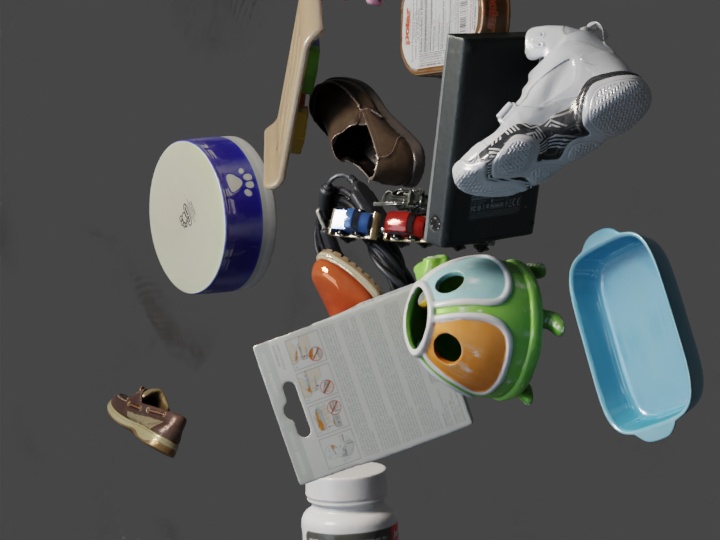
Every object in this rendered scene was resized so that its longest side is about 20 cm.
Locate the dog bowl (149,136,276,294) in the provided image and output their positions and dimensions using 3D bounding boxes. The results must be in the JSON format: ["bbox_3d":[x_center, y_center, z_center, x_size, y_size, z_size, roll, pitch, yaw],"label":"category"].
[{"bbox_3d":[-0.193,-0.071,2.035,0.199,0.078,0.203,11,103,53],"label":"dog bowl"}]

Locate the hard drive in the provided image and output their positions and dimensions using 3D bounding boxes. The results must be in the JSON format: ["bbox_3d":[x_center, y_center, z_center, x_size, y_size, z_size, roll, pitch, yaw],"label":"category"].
[{"bbox_3d":[0.129,-0.130,1.529,0.033,0.139,0.203,21,112,43],"label":"hard drive"}]

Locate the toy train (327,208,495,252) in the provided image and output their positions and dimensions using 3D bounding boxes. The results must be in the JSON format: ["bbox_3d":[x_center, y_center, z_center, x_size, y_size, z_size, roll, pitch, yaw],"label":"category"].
[{"bbox_3d":[0.048,-0.044,1.669,0.198,0.046,0.035,5,76,28],"label":"toy train"}]

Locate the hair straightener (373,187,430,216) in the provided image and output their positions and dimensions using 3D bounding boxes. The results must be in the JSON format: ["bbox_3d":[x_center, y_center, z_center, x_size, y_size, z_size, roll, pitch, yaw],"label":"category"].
[{"bbox_3d":[0.074,-0.081,1.669,0.199,0.076,0.041,6,83,56],"label":"hair straightener"}]

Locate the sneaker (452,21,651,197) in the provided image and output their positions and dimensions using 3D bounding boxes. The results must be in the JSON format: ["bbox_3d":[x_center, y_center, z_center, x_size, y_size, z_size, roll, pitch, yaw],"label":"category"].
[{"bbox_3d":[0.166,-0.154,1.479,0.198,0.075,0.116,-28,56,9],"label":"sneaker"}]

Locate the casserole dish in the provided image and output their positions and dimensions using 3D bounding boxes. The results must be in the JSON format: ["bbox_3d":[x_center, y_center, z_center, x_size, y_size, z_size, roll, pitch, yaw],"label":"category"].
[{"bbox_3d":[0.260,0.058,1.463,0.121,0.038,0.203,-30,70,52],"label":"casserole dish"}]

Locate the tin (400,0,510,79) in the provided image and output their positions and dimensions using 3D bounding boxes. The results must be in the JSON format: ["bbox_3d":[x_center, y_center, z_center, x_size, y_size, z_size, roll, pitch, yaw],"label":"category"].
[{"bbox_3d":[0.093,-0.256,1.611,0.200,0.041,0.114,-172,86,-67],"label":"tin"}]

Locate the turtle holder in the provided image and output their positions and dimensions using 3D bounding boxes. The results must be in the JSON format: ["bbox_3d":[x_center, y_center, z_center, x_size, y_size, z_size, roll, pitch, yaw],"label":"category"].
[{"bbox_3d":[0.114,0.040,1.574,0.141,0.130,0.187,120,152,-52],"label":"turtle holder"}]

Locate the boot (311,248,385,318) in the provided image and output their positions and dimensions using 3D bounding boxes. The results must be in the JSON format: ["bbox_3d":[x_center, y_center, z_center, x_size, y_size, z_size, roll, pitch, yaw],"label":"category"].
[{"bbox_3d":[-0.011,0.078,1.725,0.201,0.107,0.075,59,156,-2],"label":"boot"}]

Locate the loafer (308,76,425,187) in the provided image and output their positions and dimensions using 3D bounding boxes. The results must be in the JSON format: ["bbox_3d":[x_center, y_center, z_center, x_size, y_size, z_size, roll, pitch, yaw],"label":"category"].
[{"bbox_3d":[-0.005,-0.160,1.768,0.200,0.070,0.074,41,127,43],"label":"loafer"}]

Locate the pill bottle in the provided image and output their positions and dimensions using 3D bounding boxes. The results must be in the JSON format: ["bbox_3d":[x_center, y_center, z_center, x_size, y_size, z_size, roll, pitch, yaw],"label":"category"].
[{"bbox_3d":[-0.010,0.329,1.813,0.113,0.113,0.203,3,98,53],"label":"pill bottle"}]

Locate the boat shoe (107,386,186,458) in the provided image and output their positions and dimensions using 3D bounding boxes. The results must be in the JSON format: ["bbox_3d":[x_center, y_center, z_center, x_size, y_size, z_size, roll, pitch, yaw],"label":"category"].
[{"bbox_3d":[-0.300,0.204,2.247,0.073,0.072,0.200,-61,28,-4],"label":"boat shoe"}]

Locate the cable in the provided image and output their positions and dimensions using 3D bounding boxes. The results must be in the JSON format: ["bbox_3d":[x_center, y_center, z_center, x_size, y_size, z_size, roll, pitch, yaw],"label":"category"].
[{"bbox_3d":[0.000,0.000,1.784,0.201,0.050,0.164,57,145,20],"label":"cable"}]

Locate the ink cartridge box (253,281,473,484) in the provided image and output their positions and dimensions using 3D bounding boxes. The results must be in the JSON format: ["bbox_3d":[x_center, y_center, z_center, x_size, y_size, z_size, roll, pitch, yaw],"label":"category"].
[{"bbox_3d":[0.003,0.120,1.683,0.047,0.198,0.162,-97,-12,-87],"label":"ink cartridge box"}]

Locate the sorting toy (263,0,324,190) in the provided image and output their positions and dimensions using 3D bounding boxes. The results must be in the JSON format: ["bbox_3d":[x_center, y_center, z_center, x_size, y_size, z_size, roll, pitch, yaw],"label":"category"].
[{"bbox_3d":[-0.072,-0.215,1.829,0.186,0.036,0.202,-96,21,-62],"label":"sorting toy"}]

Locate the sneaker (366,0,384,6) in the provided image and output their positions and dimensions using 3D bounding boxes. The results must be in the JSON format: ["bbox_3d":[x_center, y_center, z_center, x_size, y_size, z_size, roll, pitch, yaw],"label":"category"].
[{"bbox_3d":[-0.033,-0.351,1.779,0.199,0.069,0.083,27,114,51],"label":"sneaker"}]
